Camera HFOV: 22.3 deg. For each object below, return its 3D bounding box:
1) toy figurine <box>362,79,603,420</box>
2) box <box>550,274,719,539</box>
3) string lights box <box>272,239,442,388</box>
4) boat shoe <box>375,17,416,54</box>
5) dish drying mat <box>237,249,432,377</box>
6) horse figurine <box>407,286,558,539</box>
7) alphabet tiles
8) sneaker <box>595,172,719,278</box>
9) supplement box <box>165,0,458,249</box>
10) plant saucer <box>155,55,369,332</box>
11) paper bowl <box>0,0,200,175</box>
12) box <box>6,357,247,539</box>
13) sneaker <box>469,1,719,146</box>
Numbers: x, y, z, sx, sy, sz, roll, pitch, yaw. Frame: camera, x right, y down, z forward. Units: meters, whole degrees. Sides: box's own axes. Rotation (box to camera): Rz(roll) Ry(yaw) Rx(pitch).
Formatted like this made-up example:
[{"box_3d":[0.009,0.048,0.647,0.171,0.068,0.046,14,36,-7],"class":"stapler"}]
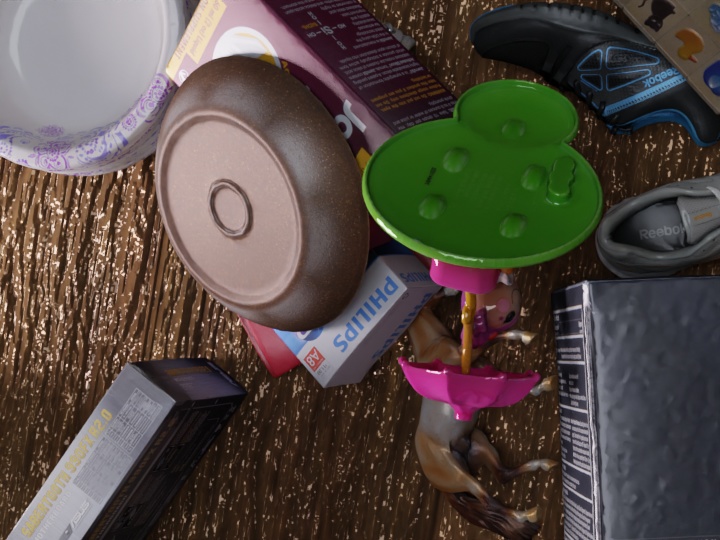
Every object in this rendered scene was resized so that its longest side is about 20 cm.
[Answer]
[{"box_3d":[0.079,0.002,1.199,0.150,0.200,0.185,13,131,11],"class":"toy figurine"},{"box_3d":[0.198,0.105,1.209,0.123,0.200,0.199,-4,88,0],"class":"box"},{"box_3d":[-0.045,-0.022,1.334,0.200,0.059,0.103,48,112,21],"class":"string lights box"},{"box_3d":[0.010,-0.153,1.349,0.069,0.071,0.200,-31,83,4],"class":"boat shoe"},{"box_3d":[0.000,0.000,1.370,0.200,0.018,0.077,-31,80,12],"class":"dish drying mat"},{"box_3d":[0.082,0.105,1.314,0.132,0.050,0.201,9,109,40],"class":"horse figurine"},{"box_3d":[0.264,-0.204,1.272,0.167,0.008,0.200,-38,80,-16],"class":"alphabet tiles"},{"box_3d":[0.257,-0.039,1.262,0.199,0.092,0.076,-20,84,14],"class":"sneaker"},{"box_3d":[-0.029,-0.121,1.272,0.200,0.086,0.111,46,129,18],"class":"supplement box"},{"box_3d":[-0.080,-0.047,1.263,0.200,0.037,0.201,20,121,37],"class":"plant saucer"},{"box_3d":[-0.211,-0.172,1.388,0.200,0.104,0.202,0,89,16],"class":"paper bowl"},{"box_3d":[-0.179,0.158,1.342,0.048,0.158,0.200,37,98,13],"class":"box"},{"box_3d":[0.171,-0.141,1.298,0.199,0.073,0.082,11,90,15],"class":"sneaker"}]
